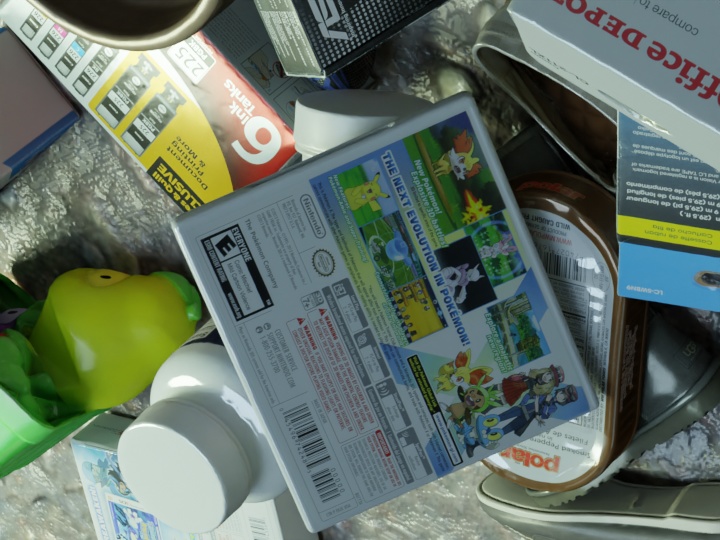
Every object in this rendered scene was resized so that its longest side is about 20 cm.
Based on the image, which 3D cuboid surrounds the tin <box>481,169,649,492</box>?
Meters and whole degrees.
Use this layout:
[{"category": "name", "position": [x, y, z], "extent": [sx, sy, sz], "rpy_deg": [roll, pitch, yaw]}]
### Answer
[{"category": "tin", "position": [0.107, 0.038, 1.685], "extent": [0.112, 0.042, 0.200], "rpy_deg": [17, 122, 26]}]

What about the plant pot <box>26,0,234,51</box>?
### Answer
[{"category": "plant pot", "position": [-0.107, -0.248, 1.626], "extent": [0.200, 0.175, 0.200], "rpy_deg": [21, 132, 26]}]

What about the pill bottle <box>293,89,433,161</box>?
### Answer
[{"category": "pill bottle", "position": [0.000, 0.000, 1.688], "extent": [0.112, 0.112, 0.200], "rpy_deg": [13, 107, 32]}]

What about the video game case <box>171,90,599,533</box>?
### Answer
[{"category": "video game case", "position": [0.016, 0.025, 1.628], "extent": [0.022, 0.182, 0.200], "rpy_deg": [-117, 3, -75]}]

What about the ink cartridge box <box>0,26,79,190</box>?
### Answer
[{"category": "ink cartridge box", "position": [-0.302, -0.058, 1.953], "extent": [0.084, 0.145, 0.200], "rpy_deg": [50, 138, -3]}]

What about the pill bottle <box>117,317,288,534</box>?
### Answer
[{"category": "pill bottle", "position": [-0.060, 0.074, 1.812], "extent": [0.111, 0.200, 0.111], "rpy_deg": [22, 133, 25]}]

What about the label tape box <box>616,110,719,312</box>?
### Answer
[{"category": "label tape box", "position": [0.212, -0.064, 1.549], "extent": [0.144, 0.063, 0.200], "rpy_deg": [10, 139, 12]}]

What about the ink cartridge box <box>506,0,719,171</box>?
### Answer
[{"category": "ink cartridge box", "position": [0.187, -0.164, 1.425], "extent": [0.146, 0.200, 0.083], "rpy_deg": [32, 177, 15]}]

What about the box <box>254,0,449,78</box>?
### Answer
[{"category": "box", "position": [0.005, -0.233, 1.531], "extent": [0.047, 0.193, 0.200], "rpy_deg": [7, 125, 55]}]

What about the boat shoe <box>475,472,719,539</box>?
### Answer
[{"category": "boat shoe", "position": [0.161, 0.161, 1.795], "extent": [0.200, 0.067, 0.057], "rpy_deg": [3, 118, 34]}]

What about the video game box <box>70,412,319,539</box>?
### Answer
[{"category": "video game box", "position": [-0.106, 0.208, 2.067], "extent": [0.182, 0.047, 0.200], "rpy_deg": [9, 126, 33]}]

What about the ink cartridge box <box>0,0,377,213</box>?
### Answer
[{"category": "ink cartridge box", "position": [-0.118, -0.127, 1.796], "extent": [0.200, 0.084, 0.176], "rpy_deg": [47, 139, 1]}]

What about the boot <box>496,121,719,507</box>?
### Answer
[{"category": "boot", "position": [0.108, 0.028, 1.736], "extent": [0.200, 0.073, 0.182], "rpy_deg": [45, 126, -7]}]

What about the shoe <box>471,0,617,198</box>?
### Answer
[{"category": "shoe", "position": [0.141, -0.073, 1.644], "extent": [0.200, 0.053, 0.070], "rpy_deg": [47, 138, 1]}]

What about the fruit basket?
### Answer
[{"category": "fruit basket", "position": [-0.215, 0.050, 1.960], "extent": [0.155, 0.216, 0.216], "rpy_deg": [42, 138, 5]}]

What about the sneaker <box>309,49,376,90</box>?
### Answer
[{"category": "sneaker", "position": [0.007, -0.177, 1.664], "extent": [0.078, 0.075, 0.200], "rpy_deg": [27, 136, 17]}]
